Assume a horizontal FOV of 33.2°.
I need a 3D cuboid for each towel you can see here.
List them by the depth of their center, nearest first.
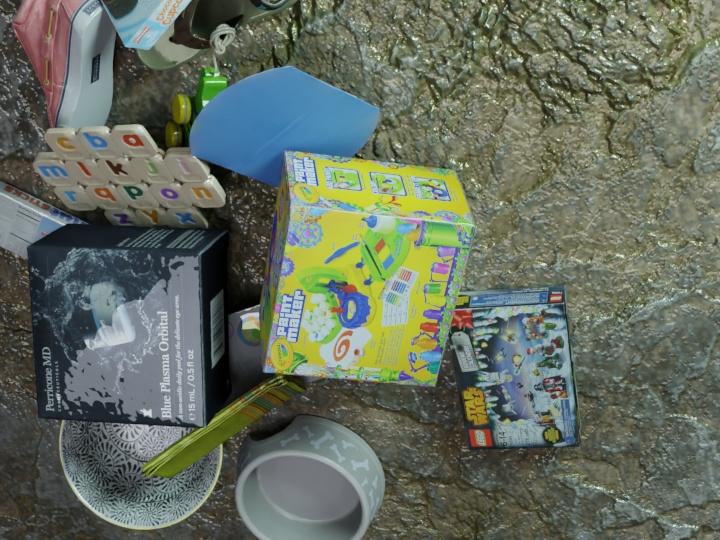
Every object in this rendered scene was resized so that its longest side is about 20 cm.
[{"bbox_3d":[-0.154,0.182,1.387,0.199,0.086,0.018,-34,69,6],"label":"towel"}]

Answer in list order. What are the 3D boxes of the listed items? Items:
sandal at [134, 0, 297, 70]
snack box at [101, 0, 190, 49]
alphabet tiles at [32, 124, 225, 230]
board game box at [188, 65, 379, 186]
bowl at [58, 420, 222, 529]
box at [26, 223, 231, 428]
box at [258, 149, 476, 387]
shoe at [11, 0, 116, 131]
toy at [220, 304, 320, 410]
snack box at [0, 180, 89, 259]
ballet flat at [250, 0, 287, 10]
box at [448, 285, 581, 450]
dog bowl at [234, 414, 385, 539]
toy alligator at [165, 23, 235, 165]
[{"bbox_3d":[-0.150,-0.262,1.207,0.199,0.058,0.080,-23,115,23],"label":"sandal"},{"bbox_3d":[-0.182,-0.323,1.154,0.200,0.037,0.117,-41,69,30],"label":"snack box"},{"bbox_3d":[-0.248,-0.098,1.304,0.197,0.015,0.196,0,151,18],"label":"alphabet tiles"},{"bbox_3d":[-0.082,-0.158,1.237,0.157,0.039,0.198,-34,147,32],"label":"board game box"},{"bbox_3d":[-0.261,0.204,1.481,0.197,0.094,0.205,0,98,1],"label":"bowl"},{"bbox_3d":[-0.252,0.059,1.340,0.196,0.118,0.200,2,104,9],"label":"box"},{"bbox_3d":[0.000,0.000,1.269,0.189,0.123,0.203,6,121,-11],"label":"box"},{"bbox_3d":[-0.313,-0.216,1.269,0.090,0.071,0.202,34,135,14],"label":"shoe"},{"bbox_3d":[-0.104,0.083,1.419,0.197,0.047,0.117,-16,113,15],"label":"toy"},{"bbox_3d":[-0.345,-0.029,1.412,0.198,0.024,0.072,26,122,-5],"label":"snack box"},{"bbox_3d":[-0.056,-0.333,1.118,0.067,0.069,0.203,14,113,-12],"label":"ballet flat"},{"bbox_3d":[0.177,0.115,1.383,0.134,0.040,0.203,-4,121,15],"label":"box"},{"bbox_3d":[-0.069,0.280,1.526,0.196,0.059,0.203,6,122,9],"label":"dog bowl"},{"bbox_3d":[-0.158,-0.162,1.245,0.058,0.055,0.201,-4,147,-26],"label":"toy alligator"}]
